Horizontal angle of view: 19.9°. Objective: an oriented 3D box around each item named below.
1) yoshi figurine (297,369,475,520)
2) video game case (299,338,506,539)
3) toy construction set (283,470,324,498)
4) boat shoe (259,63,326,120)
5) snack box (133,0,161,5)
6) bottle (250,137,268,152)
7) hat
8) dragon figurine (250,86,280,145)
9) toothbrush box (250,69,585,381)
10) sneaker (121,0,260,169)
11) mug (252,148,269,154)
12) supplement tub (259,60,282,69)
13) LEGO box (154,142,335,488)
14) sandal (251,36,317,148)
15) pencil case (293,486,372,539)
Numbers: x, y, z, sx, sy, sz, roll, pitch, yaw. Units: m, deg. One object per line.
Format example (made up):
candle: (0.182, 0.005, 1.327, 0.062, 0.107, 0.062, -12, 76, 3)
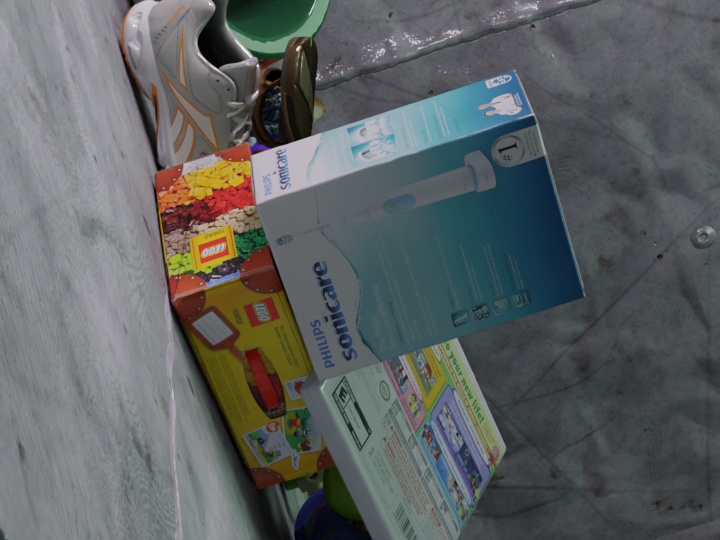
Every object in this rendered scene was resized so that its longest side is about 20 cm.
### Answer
yoshi figurine: (0.015, 0.135, 1.633, 0.200, 0.111, 0.113, -32, 138, -53)
video game case: (0.036, 0.114, 1.539, 0.182, 0.022, 0.201, -55, 128, -46)
toy construction set: (-0.030, 0.153, 1.768, 0.201, 0.091, 0.132, 61, -5, 38)
boat shoe: (-0.108, -0.164, 1.961, 0.073, 0.065, 0.199, 40, 12, 37)
snack box: (-0.183, -0.301, 1.761, 0.201, 0.052, 0.143, -102, 175, -47)
bottle: (-0.121, -0.132, 1.828, 0.084, 0.065, 0.201, -107, 178, -47)
hat: (-0.135, -0.246, 1.727, 0.199, 0.175, 0.167, -20, 98, -47)
dragon figurine: (-0.110, -0.128, 1.688, 0.200, 0.099, 0.059, 40, 32, -85)
toothbrush box: (0.039, -0.030, 1.423, 0.085, 0.198, 0.147, -104, 174, -63)
sneaker: (-0.108, -0.117, 1.554, 0.076, 0.091, 0.202, -32, 103, -56)
mug: (0.002, -0.012, 1.726, 0.178, 0.198, 0.135, 53, 50, -65)
supplement tub: (-0.125, -0.293, 1.979, 0.200, 0.139, 0.141, 68, 6, -57)
LEGO box: (-0.080, 0.034, 1.513, 0.150, 0.076, 0.201, -105, 176, -49)
sandal: (-0.063, -0.132, 1.612, 0.200, 0.054, 0.083, 135, -41, -85)
pencil case: (-0.013, 0.237, 1.600, 0.078, 0.087, 0.200, 32, 11, -10)
